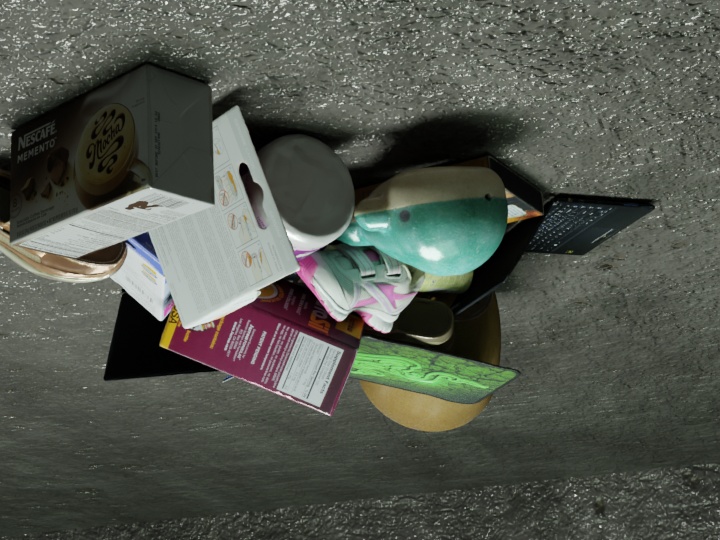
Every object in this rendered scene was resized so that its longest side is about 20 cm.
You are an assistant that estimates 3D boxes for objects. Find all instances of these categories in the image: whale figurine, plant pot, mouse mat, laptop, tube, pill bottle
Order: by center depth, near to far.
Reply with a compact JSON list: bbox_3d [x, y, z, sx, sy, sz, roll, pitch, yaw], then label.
[{"bbox_3d":[0.056,-0.041,1.576,0.158,0.105,0.199,-4,173,-45],"label":"whale figurine"},{"bbox_3d":[-0.101,-0.052,1.581,0.111,0.113,0.200,7,160,-32],"label":"pill bottle"},{"bbox_3d":[0.033,-0.004,1.780,0.198,0.059,0.052,2,-164,-30],"label":"tube"},{"bbox_3d":[0.211,-0.007,1.809,0.198,0.104,0.177,3,163,-21],"label":"laptop"},{"bbox_3d":[0.070,0.118,1.850,0.198,0.008,0.161,14,158,-13],"label":"mouse mat"},{"bbox_3d":[-0.188,0.072,1.907,0.185,0.117,0.200,-5,173,12],"label":"laptop"},{"bbox_3d":[0.097,0.070,1.958,0.184,0.188,0.201,-1,149,-9],"label":"plant pot"}]

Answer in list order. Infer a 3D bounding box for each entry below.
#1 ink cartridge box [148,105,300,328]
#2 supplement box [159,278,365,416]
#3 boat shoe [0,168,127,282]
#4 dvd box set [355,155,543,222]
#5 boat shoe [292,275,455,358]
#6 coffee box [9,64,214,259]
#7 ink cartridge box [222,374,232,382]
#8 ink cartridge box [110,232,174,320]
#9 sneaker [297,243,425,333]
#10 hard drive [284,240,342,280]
[{"bbox_3d":[-0.127,-0.051,1.494,0.050,0.164,0.199,-17,174,-44],"label":"ink cartridge box"},{"bbox_3d":[-0.101,0.063,1.704,0.198,0.086,0.110,22,-160,-2],"label":"supplement box"},{"bbox_3d":[-0.320,-0.049,1.546,0.198,0.076,0.072,20,147,-10],"label":"boat shoe"},{"bbox_3d":[0.078,-0.069,1.704,0.198,0.030,0.146,-12,161,26],"label":"dvd box set"},{"bbox_3d":[0.012,0.060,1.825,0.198,0.072,0.068,18,149,17],"label":"boat shoe"},{"bbox_3d":[-0.224,-0.092,1.421,0.199,0.114,0.079,-17,159,40],"label":"coffee box"},{"bbox_3d":[-0.074,0.069,1.891,0.039,0.200,0.099,50,144,-11],"label":"ink cartridge box"},{"bbox_3d":[-0.239,-0.023,1.662,0.119,0.042,0.200,40,164,5],"label":"ink cartridge box"},{"bbox_3d":[0.000,0.000,1.670,0.088,0.081,0.200,-47,155,14],"label":"sneaker"},{"bbox_3d":[-0.093,-0.028,1.796,0.199,0.033,0.139,10,159,-40],"label":"hard drive"}]
